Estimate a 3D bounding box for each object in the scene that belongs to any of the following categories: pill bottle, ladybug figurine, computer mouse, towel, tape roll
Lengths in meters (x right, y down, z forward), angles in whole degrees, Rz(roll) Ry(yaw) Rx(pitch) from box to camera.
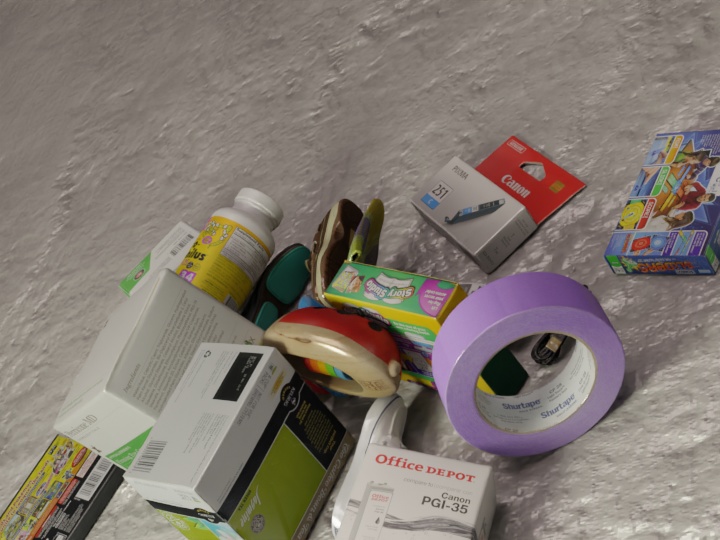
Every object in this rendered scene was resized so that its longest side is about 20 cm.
[{"bbox_3d":[-0.187,-0.015,1.894,0.104,0.104,0.201,6,58,46],"label":"pill bottle"},{"bbox_3d":[-0.027,0.092,1.599,0.198,0.136,0.072,12,65,38],"label":"ladybug figurine"},{"bbox_3d":[0.179,0.057,1.641,0.199,0.044,0.110,8,61,40],"label":"computer mouse"},{"bbox_3d":[0.000,0.000,1.752,0.023,0.145,0.200,12,22,5],"label":"towel"},{"bbox_3d":[0.179,0.102,1.447,0.199,0.200,0.066,-33,34,9],"label":"tape roll"}]

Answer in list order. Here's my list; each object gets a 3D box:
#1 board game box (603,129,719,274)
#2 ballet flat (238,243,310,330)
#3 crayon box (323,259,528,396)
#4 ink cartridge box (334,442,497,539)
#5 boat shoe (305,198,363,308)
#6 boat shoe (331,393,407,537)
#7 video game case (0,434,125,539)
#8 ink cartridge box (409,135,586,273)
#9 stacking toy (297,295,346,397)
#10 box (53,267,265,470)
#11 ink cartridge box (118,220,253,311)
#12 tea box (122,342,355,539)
[{"bbox_3d":[0.385,-0.083,1.607,0.134,0.035,0.201,1,51,42],"label":"board game box"},{"bbox_3d":[-0.137,0.044,1.926,0.073,0.073,0.201,-3,51,41],"label":"ballet flat"},{"bbox_3d":[0.076,0.074,1.599,0.199,0.173,0.058,11,58,48],"label":"crayon box"},{"bbox_3d":[0.050,0.293,1.415,0.145,0.083,0.201,9,52,17],"label":"ink cartridge box"},{"bbox_3d":[-0.041,-0.010,1.904,0.075,0.075,0.203,-33,27,34],"label":"boat shoe"},{"bbox_3d":[0.028,0.231,1.571,0.065,0.074,0.201,4,53,23],"label":"boat shoe"},{"bbox_3d":[-0.431,0.333,1.913,0.180,0.026,0.201,5,55,46],"label":"video game case"},{"bbox_3d":[0.180,-0.105,1.817,0.176,0.045,0.200,-42,35,-2],"label":"ink cartridge box"},{"bbox_3d":[-0.104,0.134,1.780,0.199,0.110,0.117,-30,35,34],"label":"stacking toy"},{"bbox_3d":[-0.265,0.144,1.784,0.199,0.171,0.201,-33,28,52],"label":"box"},{"bbox_3d":[-0.257,0.026,2.041,0.146,0.084,0.200,-46,35,-10],"label":"ink cartridge box"},{"bbox_3d":[-0.139,0.224,1.610,0.133,0.197,0.201,0,49,42],"label":"tea box"}]
